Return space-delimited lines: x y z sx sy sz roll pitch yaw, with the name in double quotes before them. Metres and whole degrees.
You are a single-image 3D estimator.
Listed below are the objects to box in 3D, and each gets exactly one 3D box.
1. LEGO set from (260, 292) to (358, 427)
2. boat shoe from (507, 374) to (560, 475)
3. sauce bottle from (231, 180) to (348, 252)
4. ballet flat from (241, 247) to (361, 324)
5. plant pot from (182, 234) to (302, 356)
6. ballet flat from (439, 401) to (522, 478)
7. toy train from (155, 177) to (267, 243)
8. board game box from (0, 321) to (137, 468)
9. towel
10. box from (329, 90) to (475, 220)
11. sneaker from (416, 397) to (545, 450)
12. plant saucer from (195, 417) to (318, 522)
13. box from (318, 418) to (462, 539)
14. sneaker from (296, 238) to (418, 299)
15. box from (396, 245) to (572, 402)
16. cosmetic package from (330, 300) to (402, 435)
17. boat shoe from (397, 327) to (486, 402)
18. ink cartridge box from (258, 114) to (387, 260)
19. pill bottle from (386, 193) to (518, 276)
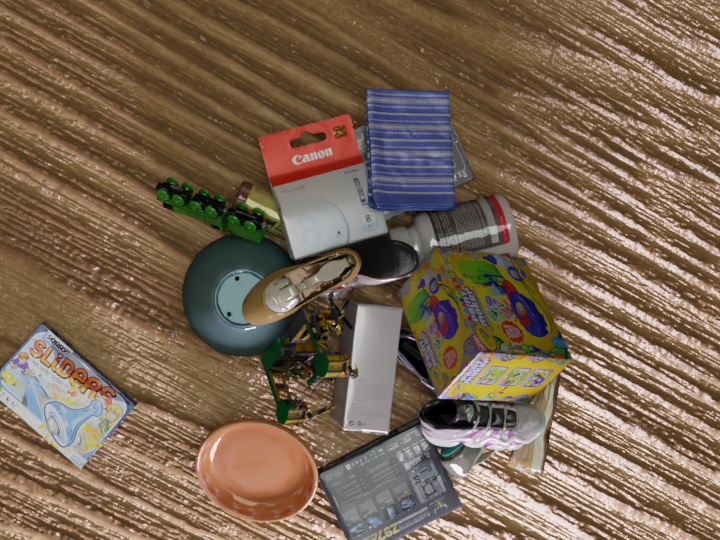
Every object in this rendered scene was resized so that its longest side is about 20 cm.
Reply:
"LEGO set" -0.060 0.147 1.670 0.115 0.154 0.201 2 133 -38
"boat shoe" 0.284 0.237 1.778 0.075 0.072 0.202 10 89 10
"sauce bottle" -0.111 -0.078 1.727 0.198 0.066 0.067 24 89 -4
"ballet flat" -0.088 0.018 1.602 0.199 0.063 0.069 -30 92 -10
"plant pot" -0.185 0.042 1.687 0.198 0.135 0.202 0 92 -6
"ballet flat" 0.214 0.259 1.752 0.200 0.067 0.064 -44 105 -8
"toy train" -0.236 -0.094 1.694 0.198 0.057 0.042 20 54 17
"board game box" -0.476 0.199 1.709 0.200 0.034 0.136 41 87 -5
"towel" 0.079 -0.192 1.695 0.143 0.024 0.202 0 80 -13
"box" 0.067 -0.180 1.752 0.199 0.048 0.160 -26 93 -5
"sneaker" 0.182 0.228 1.651 0.198 0.140 0.078 -8 65 12
"plant saucer" -0.163 0.314 1.708 0.198 0.038 0.202 3 119 6
"box" 0.047 0.358 1.760 0.199 0.051 0.159 -26 93 -6
"sneaker" -0.001 -0.001 1.701 0.199 0.108 0.068 -11 78 9
"box" 0.189 0.086 1.653 0.191 0.122 0.201 6 48 -35
"cosmetic package" 0.009 0.151 1.720 0.080 0.113 0.202 8 92 -12
"boat shoe" 0.131 0.164 1.755 0.200 0.068 0.072 39 87 -8
"ink cartridge box" -0.058 -0.133 1.684 0.159 0.047 0.202 -16 94 -13
"pill bottle" 0.147 -0.049 1.733 0.198 0.111 0.112 -14 93 -6
